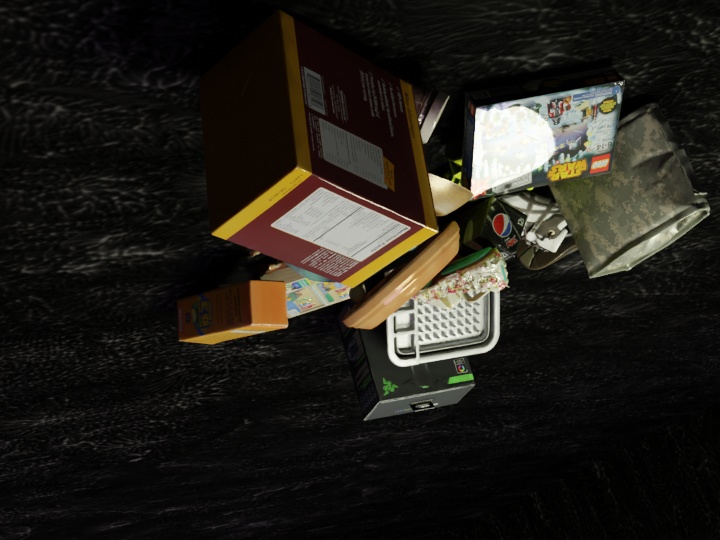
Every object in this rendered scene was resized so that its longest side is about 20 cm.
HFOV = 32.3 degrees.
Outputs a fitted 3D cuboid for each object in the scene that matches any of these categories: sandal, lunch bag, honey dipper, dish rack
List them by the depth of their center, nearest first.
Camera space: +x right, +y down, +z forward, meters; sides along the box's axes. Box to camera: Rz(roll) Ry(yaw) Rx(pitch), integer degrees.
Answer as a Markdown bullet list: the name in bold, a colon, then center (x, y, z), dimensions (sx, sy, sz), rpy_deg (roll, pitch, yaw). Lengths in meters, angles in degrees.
- **lunch bag**: center (0.373, -0.110, 1.688), dimensions (0.117, 0.166, 0.200), rpy_deg (-10, 161, -40)
- **honey dipper**: center (0.000, 0.000, 1.708), dimensions (0.038, 0.038, 0.200), rpy_deg (-22, -164, 12)
- **sandal**: center (0.333, -0.061, 1.912), dimensions (0.199, 0.082, 0.054), rpy_deg (-31, 170, 28)
- **dish rack**: center (0.124, 0.053, 1.955), dimensions (0.198, 0.174, 0.043), rpy_deg (-7, -166, -21)

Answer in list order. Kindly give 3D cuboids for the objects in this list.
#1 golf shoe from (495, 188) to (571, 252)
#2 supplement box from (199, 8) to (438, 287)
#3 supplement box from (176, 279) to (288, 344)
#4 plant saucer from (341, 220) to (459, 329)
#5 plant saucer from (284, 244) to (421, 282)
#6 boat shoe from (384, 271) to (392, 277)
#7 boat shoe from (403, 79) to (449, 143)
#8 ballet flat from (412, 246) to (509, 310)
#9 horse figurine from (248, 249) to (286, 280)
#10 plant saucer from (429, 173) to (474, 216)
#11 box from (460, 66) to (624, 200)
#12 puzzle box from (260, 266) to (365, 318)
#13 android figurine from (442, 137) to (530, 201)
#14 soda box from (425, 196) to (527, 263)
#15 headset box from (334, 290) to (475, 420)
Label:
- **golf shoe**: center (0.250, -0.069, 1.805), dimensions (0.197, 0.096, 0.078), rpy_deg (-13, 159, -7)
- **supplement box**: center (-0.045, -0.120, 1.285), dimensions (0.199, 0.199, 0.132), rpy_deg (22, 138, -40)
- **supplement box**: center (-0.184, 0.060, 1.757), dimensions (0.068, 0.067, 0.199), rpy_deg (2, 169, -37)
- **plant saucer**: center (0.060, 0.013, 1.645), dimensions (0.200, 0.038, 0.200), rpy_deg (-41, -179, 1)
- **plant saucer**: center (-0.005, -0.025, 1.568), dimensions (0.197, 0.036, 0.200), rpy_deg (-10, 164, -3)
- **boat shoe**: center (0.061, -0.032, 1.783), dimensions (0.067, 0.073, 0.201), rpy_deg (-12, 155, -8)
- **boat shoe**: center (0.053, -0.169, 1.468), dimensions (0.059, 0.072, 0.200), rpy_deg (26, 166, -1)
- **ballet flat**: center (0.128, 0.021, 1.712), dimensions (0.076, 0.064, 0.199), rpy_deg (-41, -167, -34)
- **horse figurine**: center (-0.063, -0.026, 1.695), dimensions (0.199, 0.051, 0.132), rpy_deg (-15, 176, 42)
- **plant saucer**: center (0.037, -0.102, 1.497), dimensions (0.198, 0.036, 0.200), rpy_deg (16, 178, 0)
- **box**: center (0.224, -0.170, 1.545), dimensions (0.197, 0.040, 0.138), rpy_deg (-12, 131, -13)
- **puzzle box**: center (-0.066, 0.021, 1.848), dimensions (0.132, 0.026, 0.200), rpy_deg (-19, 165, 3)
- **android figurine**: center (0.199, -0.149, 1.652), dimensions (0.181, 0.041, 0.199), rpy_deg (-29, 154, 26)
- **soda box**: center (0.150, -0.035, 1.763), dimensions (0.063, 0.071, 0.200), rpy_deg (29, 154, -17)
- **headset box**: center (0.072, 0.135, 2.014), dimensions (0.172, 0.202, 0.093), rpy_deg (-7, 158, -21)
